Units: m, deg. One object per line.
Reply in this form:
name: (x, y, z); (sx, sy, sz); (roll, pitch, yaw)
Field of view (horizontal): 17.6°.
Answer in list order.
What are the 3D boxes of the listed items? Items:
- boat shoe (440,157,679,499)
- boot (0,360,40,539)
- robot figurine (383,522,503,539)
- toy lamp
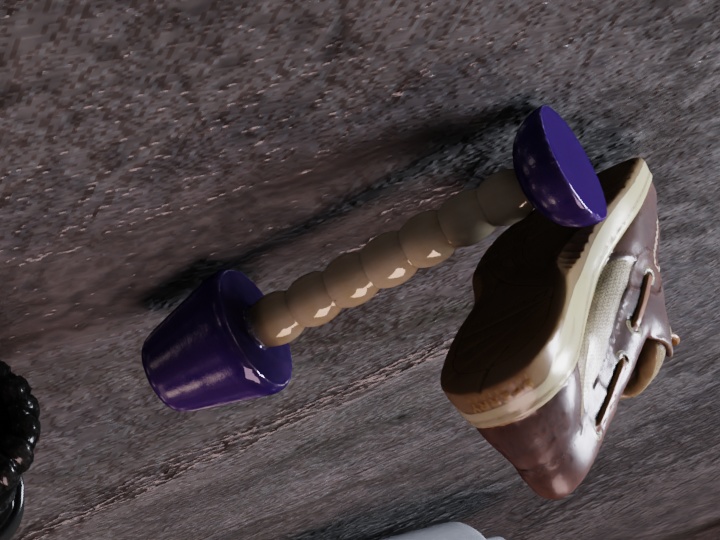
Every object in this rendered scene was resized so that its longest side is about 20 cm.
boat shoe: (0.089, 0.022, 0.935); (0.072, 0.072, 0.200); (-26, -163, 26)
boot: (-0.230, 0.102, 0.943); (0.211, 0.080, 0.158); (-27, 171, -13)
robot figurine: (0.024, 0.233, 1.518); (0.199, 0.113, 0.169); (-11, -166, -25)
toy lamp: (0.000, 0.000, 0.939); (0.200, 0.058, 0.058); (-29, 160, 18)
